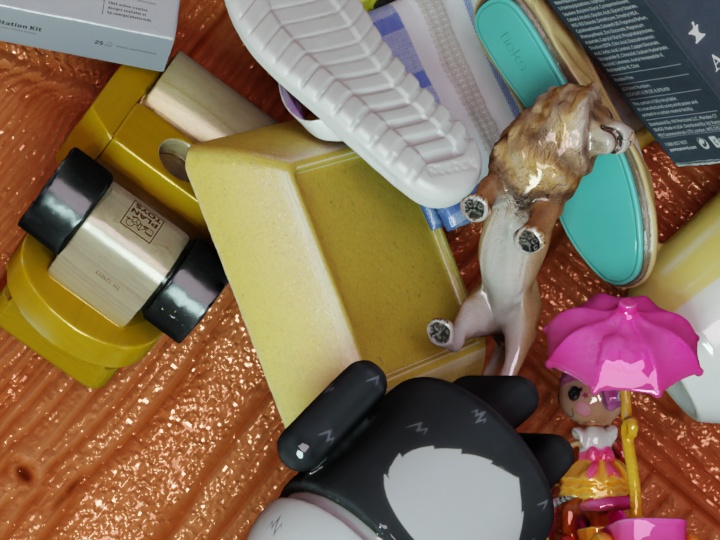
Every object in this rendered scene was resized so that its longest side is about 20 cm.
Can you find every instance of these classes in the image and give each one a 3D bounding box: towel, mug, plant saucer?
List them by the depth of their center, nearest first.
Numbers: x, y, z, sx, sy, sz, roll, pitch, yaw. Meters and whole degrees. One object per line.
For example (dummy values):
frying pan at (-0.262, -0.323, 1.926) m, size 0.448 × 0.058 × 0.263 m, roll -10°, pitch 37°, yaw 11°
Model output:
plant saucer at (0.000, 0.000, 1.684) m, size 0.048 × 0.200 × 0.200 m, roll -22°, pitch 89°, yaw 31°
towel at (0.092, -0.118, 1.758) m, size 0.200 × 0.024 × 0.147 m, roll -24°, pitch 88°, yaw -35°
mug at (0.236, 0.005, 1.768) m, size 0.153 × 0.149 × 0.187 m, roll -35°, pitch 53°, yaw -5°

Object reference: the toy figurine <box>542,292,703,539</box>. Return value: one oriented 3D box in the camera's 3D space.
toy figurine at (0.150, 0.107, 1.693) m, size 0.150 × 0.200 × 0.184 m, roll 2°, pitch 82°, yaw -15°

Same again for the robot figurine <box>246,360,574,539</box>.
robot figurine at (0.027, 0.139, 1.577) m, size 0.150 × 0.125 × 0.200 m, roll 40°, pitch 61°, yaw 17°

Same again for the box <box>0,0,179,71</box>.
box at (-0.178, -0.225, 1.704) m, size 0.156 × 0.041 × 0.200 m, roll 11°, pitch 60°, yaw -10°

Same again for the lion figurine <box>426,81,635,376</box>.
lion figurine at (0.090, -0.011, 1.671) m, size 0.072 × 0.123 × 0.200 m, roll 25°, pitch 119°, yaw 8°

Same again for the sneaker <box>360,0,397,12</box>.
sneaker at (0.032, -0.223, 1.776) m, size 0.084 × 0.074 × 0.200 m, roll 34°, pitch 81°, yaw 19°

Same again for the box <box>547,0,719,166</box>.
box at (0.199, -0.185, 1.682) m, size 0.148 × 0.107 × 0.200 m, roll -45°, pitch 105°, yaw -18°

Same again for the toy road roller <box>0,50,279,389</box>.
toy road roller at (-0.139, -0.023, 1.700) m, size 0.123 × 0.146 × 0.200 m, roll 36°, pitch 41°, yaw -7°

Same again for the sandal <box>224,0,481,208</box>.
sandal at (-0.015, -0.107, 1.675) m, size 0.082 × 0.050 × 0.203 m, roll -30°, pitch 73°, yaw -36°

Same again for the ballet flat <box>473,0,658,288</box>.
ballet flat at (0.137, -0.088, 1.725) m, size 0.063 × 0.069 × 0.200 m, roll -26°, pitch 91°, yaw -52°
